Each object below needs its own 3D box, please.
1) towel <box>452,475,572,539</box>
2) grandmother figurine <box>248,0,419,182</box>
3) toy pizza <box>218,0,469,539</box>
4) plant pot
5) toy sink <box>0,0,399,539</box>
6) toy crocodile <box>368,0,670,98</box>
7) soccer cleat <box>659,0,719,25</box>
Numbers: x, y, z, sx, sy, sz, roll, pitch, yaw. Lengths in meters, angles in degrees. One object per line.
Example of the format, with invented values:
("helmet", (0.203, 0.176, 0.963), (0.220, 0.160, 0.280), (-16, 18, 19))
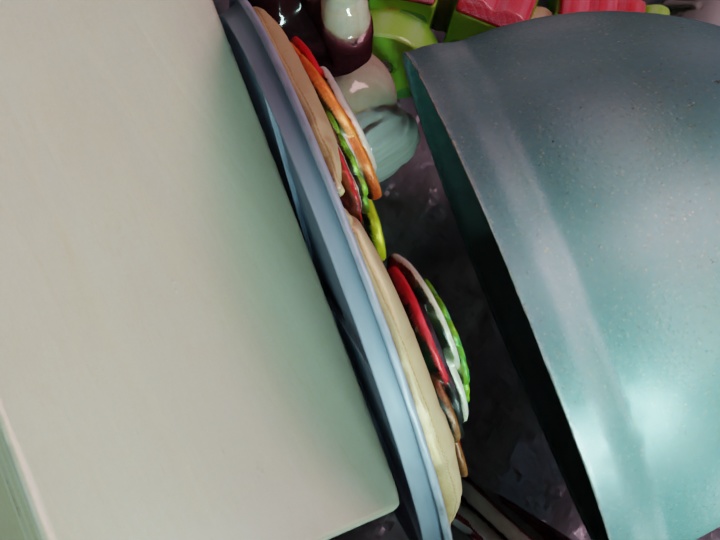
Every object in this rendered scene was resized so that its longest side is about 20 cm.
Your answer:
("towel", (0.123, 0.145, 0.858), (0.200, 0.144, 0.023), (34, 91, -20))
("grandmother figurine", (-0.027, -0.112, 0.859), (0.060, 0.121, 0.200), (-27, 123, -8))
("toy pizza", (0.000, 0.000, 0.798), (0.032, 0.200, 0.201), (-20, 81, -5))
("plant pot", (0.113, -0.008, 0.844), (0.134, 0.200, 0.201), (-21, 81, 0))
("toy sink", (-0.099, 0.013, 0.761), (0.130, 0.112, 0.200), (-20, 87, -41))
("toy crocodile", (0.057, -0.097, 0.938), (0.199, 0.062, 0.068), (17, 58, -2))
("soccer cleat", (0.129, -0.072, 0.998), (0.086, 0.070, 0.200), (22, 56, -19))
